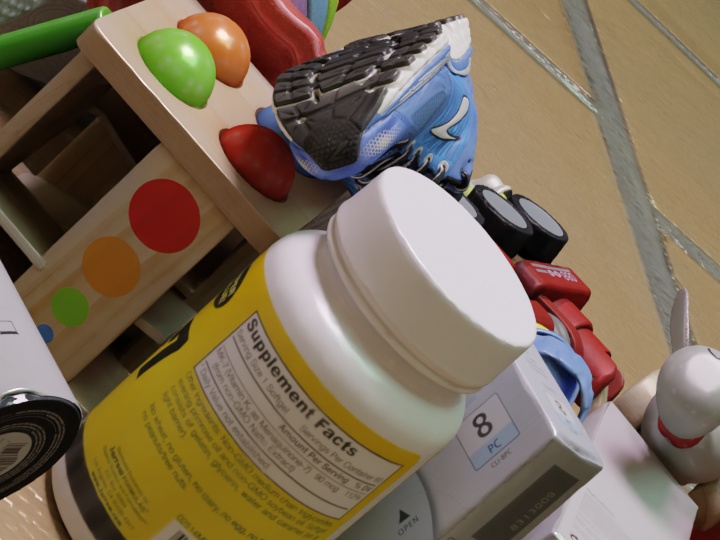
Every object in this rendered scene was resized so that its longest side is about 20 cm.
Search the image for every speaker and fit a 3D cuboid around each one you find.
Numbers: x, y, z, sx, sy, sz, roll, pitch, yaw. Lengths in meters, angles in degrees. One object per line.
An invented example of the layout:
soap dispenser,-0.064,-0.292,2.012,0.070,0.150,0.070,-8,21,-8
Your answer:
speaker,-0.189,-0.005,0.964,0.081,0.081,0.201,13,40,-58

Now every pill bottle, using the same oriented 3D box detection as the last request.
pill bottle,-0.027,0.056,1.016,0.114,0.200,0.115,41,21,-20

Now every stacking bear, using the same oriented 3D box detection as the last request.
stacking bear,-0.053,-0.151,1.226,0.122,0.113,0.200,67,22,-10

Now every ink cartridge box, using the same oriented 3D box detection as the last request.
ink cartridge box,0.003,0.064,1.102,0.047,0.160,0.201,31,22,-46

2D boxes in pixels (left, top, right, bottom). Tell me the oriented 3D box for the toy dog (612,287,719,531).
toy dog,0.202,0.073,1.322,0.132,0.096,0.200,50,-9,-6

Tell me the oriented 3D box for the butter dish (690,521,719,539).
butter dish,0.249,0.214,1.380,0.199,0.148,0.200,44,21,-11

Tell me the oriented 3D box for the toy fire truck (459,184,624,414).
toy fire truck,0.092,0.061,1.403,0.200,0.129,0.176,47,18,26

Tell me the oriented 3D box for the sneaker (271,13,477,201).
sneaker,0.020,-0.062,1.076,0.200,0.078,0.090,-34,110,-71

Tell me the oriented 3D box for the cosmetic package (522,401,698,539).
cosmetic package,0.104,0.157,1.243,0.085,0.107,0.200,49,21,-2

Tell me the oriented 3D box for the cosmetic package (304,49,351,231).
cosmetic package,0.000,0.000,1.249,0.201,0.084,0.108,61,16,-16

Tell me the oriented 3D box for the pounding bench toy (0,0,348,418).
pounding bench toy,-0.124,-0.064,1.094,0.200,0.156,0.124,48,20,-1

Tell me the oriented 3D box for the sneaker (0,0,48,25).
sneaker,-0.233,-0.168,1.100,0.199,0.073,0.115,-6,46,-34

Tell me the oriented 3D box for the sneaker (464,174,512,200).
sneaker,0.014,-0.079,1.493,0.200,0.077,0.075,43,-3,-30

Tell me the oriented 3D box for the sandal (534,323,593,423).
sandal,0.046,0.096,1.141,0.079,0.201,0.087,39,-22,-8

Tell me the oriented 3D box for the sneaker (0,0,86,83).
sneaker,-0.138,-0.151,1.264,0.199,0.070,0.100,23,52,-45
